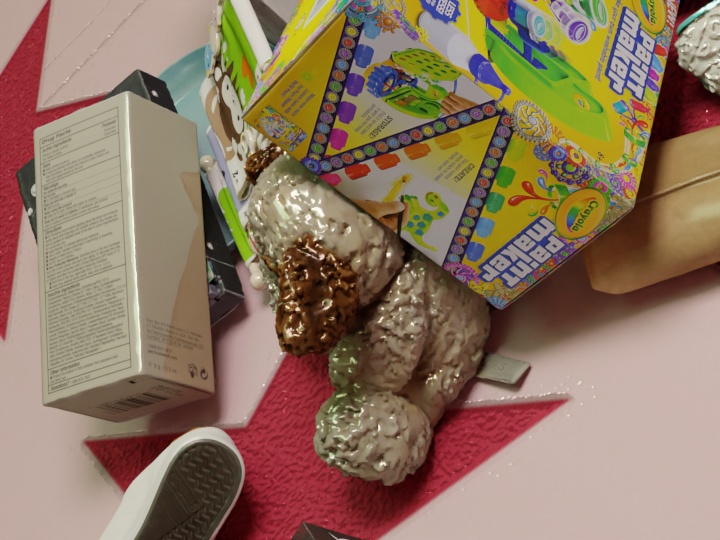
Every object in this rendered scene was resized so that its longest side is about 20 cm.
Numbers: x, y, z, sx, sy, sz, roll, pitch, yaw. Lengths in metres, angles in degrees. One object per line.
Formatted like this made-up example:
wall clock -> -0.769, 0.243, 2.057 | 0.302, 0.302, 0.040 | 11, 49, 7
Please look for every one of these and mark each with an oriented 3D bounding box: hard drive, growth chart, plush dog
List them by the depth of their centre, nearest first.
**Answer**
plush dog -> 0.000, 0.000, 1.048 | 0.160, 0.172, 0.200 | -36, 41, 13
growth chart -> -0.083, -0.105, 1.185 | 0.018, 0.201, 0.145 | -12, 47, -20
hard drive -> -0.169, -0.027, 1.274 | 0.140, 0.038, 0.201 | -37, 57, 23

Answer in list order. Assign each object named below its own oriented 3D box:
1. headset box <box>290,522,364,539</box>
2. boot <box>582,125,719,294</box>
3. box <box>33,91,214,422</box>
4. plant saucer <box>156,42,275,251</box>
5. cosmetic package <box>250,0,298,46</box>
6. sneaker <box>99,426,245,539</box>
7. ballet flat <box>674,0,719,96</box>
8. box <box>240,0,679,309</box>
headset box -> -0.002, 0.252, 0.898 | 0.149, 0.077, 0.200 | -57, 37, 14
boot -> 0.216, -0.021, 0.964 | 0.199, 0.066, 0.176 | -18, 36, 29
box -> -0.161, -0.008, 1.190 | 0.095, 0.078, 0.201 | -17, 68, 32
plant saucer -> -0.117, -0.082, 1.318 | 0.199, 0.027, 0.201 | -19, 55, 29
cosmetic package -> -0.028, -0.247, 1.278 | 0.165, 0.165, 0.200 | -50, 39, -2
sneaker -> -0.136, 0.188, 1.117 | 0.200, 0.073, 0.085 | -55, 10, 0
ballet flat -> 0.279, -0.166, 1.032 | 0.200, 0.072, 0.072 | -36, 41, 17
box -> 0.065, -0.124, 1.024 | 0.122, 0.192, 0.201 | -40, 21, 42
